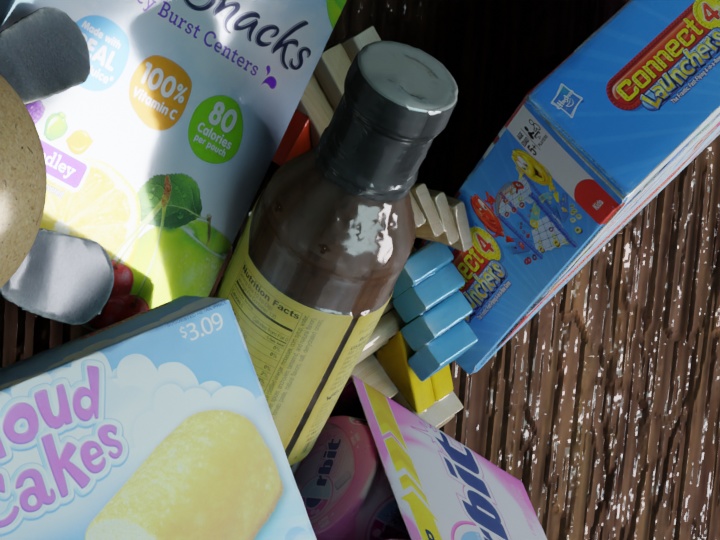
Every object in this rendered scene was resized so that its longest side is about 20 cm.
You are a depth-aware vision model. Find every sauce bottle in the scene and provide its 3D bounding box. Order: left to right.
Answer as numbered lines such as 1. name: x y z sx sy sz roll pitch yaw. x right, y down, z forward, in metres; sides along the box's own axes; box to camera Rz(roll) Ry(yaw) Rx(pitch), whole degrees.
1. sauce bottle: -0.017 0.001 0.866 0.065 0.065 0.200 -10 141 -41

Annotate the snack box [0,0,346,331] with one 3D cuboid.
1. snack box: -0.088 -0.083 0.843 0.142 0.053 0.201 30 83 -45

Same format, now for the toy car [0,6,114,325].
1. toy car: -0.165 -0.028 0.722 0.200 0.157 0.165 -11 100 -45

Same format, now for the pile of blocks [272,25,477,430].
1. pile of blocks: 0.000 0.000 0.931 0.062 0.082 0.201 -33 123 -28

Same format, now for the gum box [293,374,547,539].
1. gum box: 0.036 0.150 0.904 0.066 0.200 0.113 -42 129 18

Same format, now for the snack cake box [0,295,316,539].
1. snack cake box: -0.124 0.096 0.793 0.199 0.067 0.115 -22 98 -18

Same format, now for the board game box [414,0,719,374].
1. board game box: 0.119 -0.068 0.955 0.056 0.196 0.200 45 63 5
